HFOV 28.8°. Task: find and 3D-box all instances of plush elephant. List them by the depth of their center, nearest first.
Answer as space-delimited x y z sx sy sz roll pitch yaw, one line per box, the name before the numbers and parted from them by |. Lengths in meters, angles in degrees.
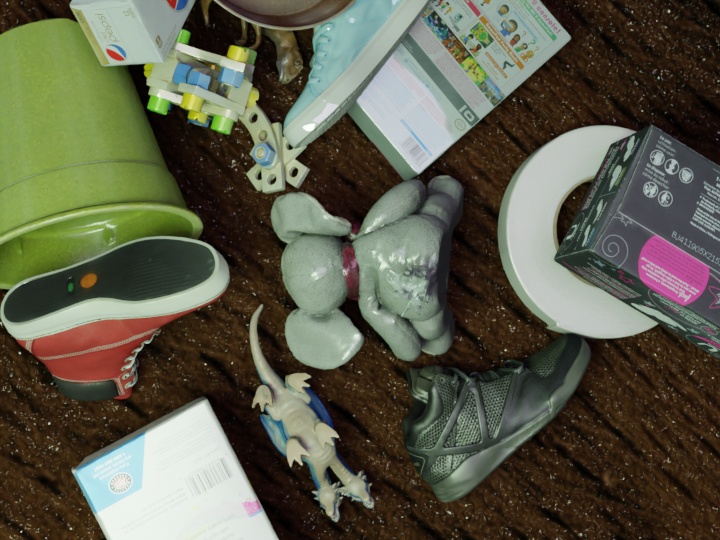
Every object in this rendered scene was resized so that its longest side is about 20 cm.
plush elephant | 0.000 0.000 1.242 0.153 0.200 0.167 4 98 13

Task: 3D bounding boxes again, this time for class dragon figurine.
dragon figurine | -0.057 0.136 1.268 0.059 0.100 0.201 -32 72 -8

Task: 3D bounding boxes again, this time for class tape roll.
tape roll | 0.229 -0.035 1.335 0.200 0.037 0.206 1 86 -9

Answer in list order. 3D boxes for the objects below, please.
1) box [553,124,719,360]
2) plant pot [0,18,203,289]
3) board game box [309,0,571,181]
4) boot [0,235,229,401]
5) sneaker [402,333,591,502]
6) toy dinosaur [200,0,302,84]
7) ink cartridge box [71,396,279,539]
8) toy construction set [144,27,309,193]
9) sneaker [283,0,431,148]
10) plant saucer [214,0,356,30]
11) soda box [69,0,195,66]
box | 0.299 -0.021 1.269 0.199 0.115 0.133 30 81 -7
plant pot | -0.251 -0.106 1.203 0.198 0.200 0.192 -12 77 -9
board game box | 0.074 -0.205 1.308 0.200 0.064 0.148 -41 93 -8
boot | -0.190 0.050 1.211 0.198 0.145 0.073 -14 48 11
sneaker | 0.117 0.108 1.288 0.199 0.076 0.115 -40 99 -4
toy dinosaur | -0.098 -0.272 1.281 0.105 0.061 0.202 -12 117 -4
ink cartridge box | -0.145 0.228 1.215 0.127 0.125 0.202 -26 91 -9
toy construction set | -0.116 -0.147 1.229 0.130 0.200 0.093 16 74 27
sneaker | -0.020 -0.197 1.230 0.082 0.074 0.201 38 69 0
plant saucer | -0.076 -0.299 1.180 0.198 0.034 0.203 3 83 -26
soda box | -0.172 -0.266 1.188 0.063 0.068 0.201 0 50 23
